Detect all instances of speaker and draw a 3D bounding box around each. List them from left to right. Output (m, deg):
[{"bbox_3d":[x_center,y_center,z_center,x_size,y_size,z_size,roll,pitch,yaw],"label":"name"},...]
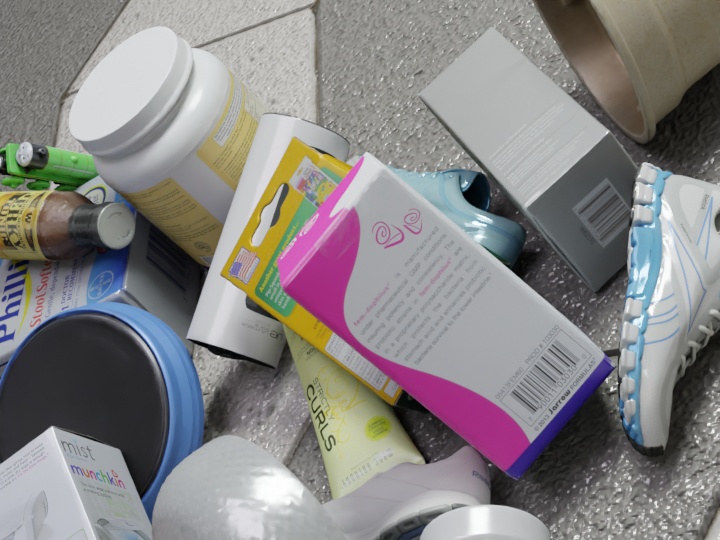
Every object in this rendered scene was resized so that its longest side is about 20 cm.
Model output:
[{"bbox_3d":[-0.076,-0.023,1.251,0.081,0.081,0.201,10,78,49],"label":"speaker"}]

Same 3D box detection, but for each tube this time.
[{"bbox_3d":[-0.011,0.096,1.147,0.200,0.052,0.058,-113,34,-47],"label":"tube"}]

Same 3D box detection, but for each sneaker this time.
[{"bbox_3d":[0.010,0.180,1.043,0.200,0.075,0.087,-19,27,28],"label":"sneaker"},{"bbox_3d":[0.062,-0.049,1.194,0.082,0.074,0.200,-46,47,-1],"label":"sneaker"},{"bbox_3d":[0.211,0.023,0.980,0.086,0.075,0.201,6,69,10],"label":"sneaker"}]

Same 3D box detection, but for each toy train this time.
[{"bbox_3d":[-0.258,-0.093,1.456,0.056,0.200,0.042,-19,73,39],"label":"toy train"}]

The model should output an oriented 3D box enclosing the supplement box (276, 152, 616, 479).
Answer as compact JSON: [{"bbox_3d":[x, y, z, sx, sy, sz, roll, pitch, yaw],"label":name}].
[{"bbox_3d":[0.052,0.026,0.996,0.101,0.200,0.103,-49,12,5],"label":"supplement box"}]

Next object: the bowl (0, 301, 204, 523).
[{"bbox_3d":[-0.221,0.125,1.253,0.200,0.039,0.201,-5,80,28],"label":"bowl"}]

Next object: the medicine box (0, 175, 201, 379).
[{"bbox_3d":[-0.253,0.021,1.409,0.200,0.103,0.183,-26,41,24],"label":"medicine box"}]

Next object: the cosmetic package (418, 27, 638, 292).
[{"bbox_3d":[0.133,-0.087,1.125,0.090,0.107,0.200,-43,34,3],"label":"cosmetic package"}]

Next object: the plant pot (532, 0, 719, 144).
[{"bbox_3d":[0.233,-0.224,1.107,0.183,0.201,0.201,-31,37,1],"label":"plant pot"}]

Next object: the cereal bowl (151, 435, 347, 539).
[{"bbox_3d":[-0.069,0.208,0.960,0.083,0.201,0.200,-33,29,-26],"label":"cereal bowl"}]

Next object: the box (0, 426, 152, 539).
[{"bbox_3d":[-0.253,0.250,1.152,0.200,0.097,0.177,-38,58,12],"label":"box"}]

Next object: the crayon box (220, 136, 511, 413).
[{"bbox_3d":[0.000,0.000,1.129,0.200,0.052,0.126,34,100,35],"label":"crayon box"}]

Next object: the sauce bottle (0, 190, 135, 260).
[{"bbox_3d":[-0.273,-0.041,1.347,0.200,0.065,0.065,-1,56,45],"label":"sauce bottle"}]

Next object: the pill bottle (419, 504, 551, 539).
[{"bbox_3d":[0.074,0.241,0.870,0.111,0.111,0.200,-25,41,27],"label":"pill bottle"}]

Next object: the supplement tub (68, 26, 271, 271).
[{"bbox_3d":[-0.142,-0.102,1.332,0.145,0.200,0.146,-26,40,25],"label":"supplement tub"}]
